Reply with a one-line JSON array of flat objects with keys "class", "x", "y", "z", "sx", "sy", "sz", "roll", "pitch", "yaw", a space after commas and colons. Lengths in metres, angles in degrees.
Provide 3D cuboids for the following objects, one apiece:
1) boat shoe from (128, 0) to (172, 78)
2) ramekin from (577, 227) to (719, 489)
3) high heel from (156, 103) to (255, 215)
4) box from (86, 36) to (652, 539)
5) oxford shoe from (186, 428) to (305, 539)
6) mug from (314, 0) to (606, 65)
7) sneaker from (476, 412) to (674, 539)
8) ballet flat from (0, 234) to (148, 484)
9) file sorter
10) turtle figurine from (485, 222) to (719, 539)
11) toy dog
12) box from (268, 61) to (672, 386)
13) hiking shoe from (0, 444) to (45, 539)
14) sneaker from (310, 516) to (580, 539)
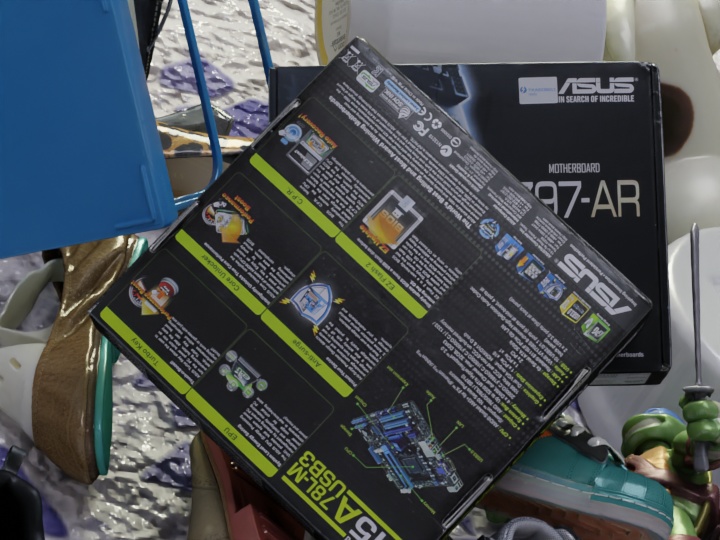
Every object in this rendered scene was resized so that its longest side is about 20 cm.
[{"class": "boat shoe", "x": -0.127, "y": -0.172, "z": 1.420, "sx": 0.062, "sy": 0.200, "sz": 0.075, "roll": -24, "pitch": 52, "yaw": -25}, {"class": "ramekin", "x": 0.238, "y": 0.065, "z": 1.526, "sx": 0.200, "sy": 0.098, "sz": 0.201, "roll": 18, "pitch": 36, "yaw": -14}, {"class": "high heel", "x": -0.060, "y": -0.039, "z": 1.473, "sx": 0.199, "sy": 0.072, "sz": 0.142, "roll": 24, "pitch": 25, "yaw": 24}, {"class": "box", "x": 0.005, "y": 0.022, "z": 1.235, "sx": 0.200, "sy": 0.193, "sz": 0.048, "roll": 42, "pitch": -7, "yaw": 8}, {"class": "oxford shoe", "x": -0.068, "y": 0.133, "z": 1.261, "sx": 0.070, "sy": 0.075, "sz": 0.200, "roll": 40, "pitch": 10, "yaw": -19}, {"class": "mug", "x": 0.051, "y": -0.140, "z": 1.585, "sx": 0.153, "sy": 0.187, "sz": 0.150, "roll": 1, "pitch": 41, "yaw": -17}, {"class": "sneaker", "x": 0.080, "y": 0.083, "z": 1.308, "sx": 0.199, "sy": 0.080, "sz": 0.071, "roll": 17, "pitch": -17, "yaw": 36}, {"class": "ballet flat", "x": -0.156, "y": 0.041, "z": 1.332, "sx": 0.072, "sy": 0.068, "sz": 0.200, "roll": 3, "pitch": 37, "yaw": 1}, {"class": "file sorter", "x": -0.155, "y": -0.086, "z": 1.341, "sx": 0.123, "sy": 0.199, "sz": 0.139, "roll": -18, "pitch": 97, "yaw": -53}, {"class": "turtle figurine", "x": 0.128, "y": 0.117, "z": 1.351, "sx": 0.143, "sy": 0.200, "sz": 0.194, "roll": -8, "pitch": 40, "yaw": 9}, {"class": "toy dog", "x": 0.201, "y": -0.087, "z": 1.636, "sx": 0.139, "sy": 0.201, "sz": 0.194, "roll": -16, "pitch": 0, "yaw": -1}, {"class": "box", "x": 0.053, "y": -0.022, "z": 1.290, "sx": 0.199, "sy": 0.044, "sz": 0.161, "roll": 0, "pitch": 78, "yaw": 0}, {"class": "hiking shoe", "x": -0.169, "y": 0.173, "z": 1.122, "sx": 0.074, "sy": 0.087, "sz": 0.200, "roll": 10, "pitch": 38, "yaw": -23}, {"class": "sneaker", "x": 0.050, "y": 0.148, "z": 1.278, "sx": 0.075, "sy": 0.114, "sz": 0.200, "roll": -4, "pitch": 45, "yaw": -38}]
